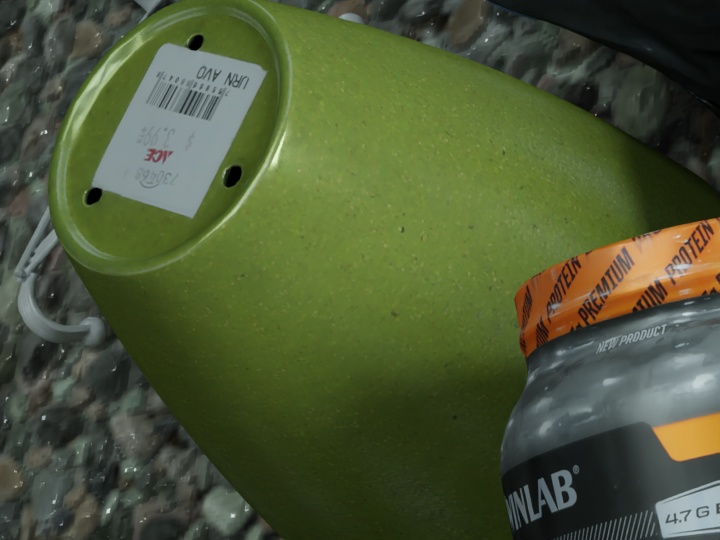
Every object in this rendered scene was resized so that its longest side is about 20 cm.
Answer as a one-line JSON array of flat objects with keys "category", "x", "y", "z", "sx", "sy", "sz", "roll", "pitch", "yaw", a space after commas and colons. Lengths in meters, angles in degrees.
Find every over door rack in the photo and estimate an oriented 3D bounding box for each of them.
[{"category": "over door rack", "x": -0.058, "y": -0.080, "z": 1.059, "sx": 0.148, "sy": 0.067, "sz": 0.200, "roll": -44, "pitch": 28, "yaw": 41}]

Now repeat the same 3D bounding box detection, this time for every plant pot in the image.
[{"category": "plant pot", "x": 0.000, "y": 0.000, "z": 0.890, "sx": 0.187, "sy": 0.200, "sz": 0.188, "roll": -21, "pitch": 53, "yaw": 30}]

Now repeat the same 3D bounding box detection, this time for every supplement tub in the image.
[{"category": "supplement tub", "x": 0.106, "y": 0.092, "z": 0.730, "sx": 0.122, "sy": 0.122, "sz": 0.201, "roll": -19, "pitch": 76, "yaw": 30}]

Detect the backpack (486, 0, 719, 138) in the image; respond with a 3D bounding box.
[{"category": "backpack", "x": 0.100, "y": -0.167, "z": 0.912, "sx": 0.154, "sy": 0.200, "sz": 0.191, "roll": -50, "pitch": 18, "yaw": 43}]
